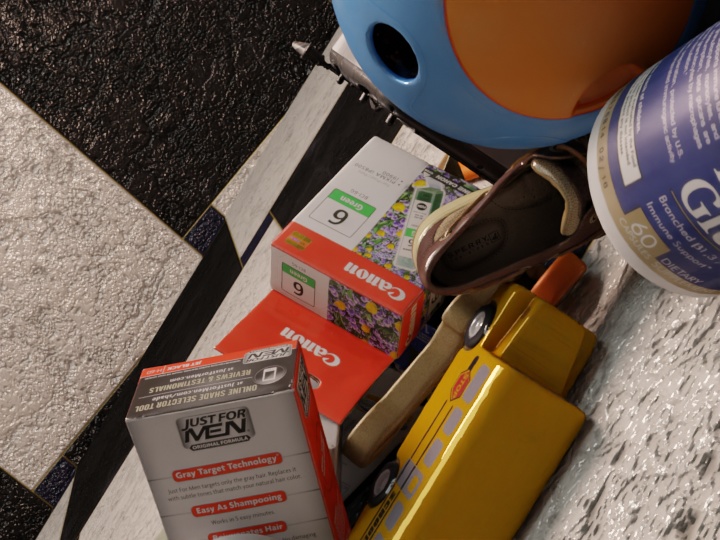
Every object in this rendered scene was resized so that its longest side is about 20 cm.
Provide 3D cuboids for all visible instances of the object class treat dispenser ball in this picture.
[{"bbox_3d":[0.082,-0.164,0.607,0.201,0.200,0.201,-54,14,19],"label":"treat dispenser ball"}]

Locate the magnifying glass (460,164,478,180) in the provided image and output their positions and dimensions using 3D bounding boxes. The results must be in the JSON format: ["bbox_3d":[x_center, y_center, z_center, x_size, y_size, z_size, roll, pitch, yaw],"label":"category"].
[{"bbox_3d":[0.122,-0.097,1.011,0.080,0.022,0.200,-61,15,-9],"label":"magnifying glass"}]

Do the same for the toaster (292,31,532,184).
[{"bbox_3d":[0.077,-0.140,0.840,0.119,0.199,0.181,-57,23,8],"label":"toaster"}]

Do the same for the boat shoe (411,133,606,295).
[{"bbox_3d":[0.118,-0.043,0.666,0.199,0.073,0.072,-27,6,8],"label":"boat shoe"}]

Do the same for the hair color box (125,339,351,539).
[{"bbox_3d":[-0.061,0.150,0.706,0.100,0.202,0.061,-10,25,6],"label":"hair color box"}]

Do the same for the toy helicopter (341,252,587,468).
[{"bbox_3d":[0.058,0.048,0.775,0.200,0.079,0.132,-49,-10,-6],"label":"toy helicopter"}]

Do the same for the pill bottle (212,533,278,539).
[{"bbox_3d":[-0.050,0.235,0.594,0.113,0.112,0.201,-53,30,20],"label":"pill bottle"}]

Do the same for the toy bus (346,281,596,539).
[{"bbox_3d":[0.062,0.109,0.661,0.201,0.065,0.078,-58,13,1],"label":"toy bus"}]

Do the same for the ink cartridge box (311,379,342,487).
[{"bbox_3d":[-0.048,0.174,0.815,0.116,0.067,0.202,-86,-1,-64],"label":"ink cartridge box"}]

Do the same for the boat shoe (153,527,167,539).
[{"bbox_3d":[-0.102,0.221,0.936,0.201,0.069,0.072,-35,-51,-61],"label":"boat shoe"}]

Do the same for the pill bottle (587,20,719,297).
[{"bbox_3d":[0.190,-0.065,0.476,0.112,0.111,0.200,-64,14,-25],"label":"pill bottle"}]

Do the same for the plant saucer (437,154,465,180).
[{"bbox_3d":[0.045,-0.003,0.984,0.202,0.035,0.200,-63,2,4],"label":"plant saucer"}]

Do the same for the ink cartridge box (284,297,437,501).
[{"bbox_3d":[-0.025,0.083,0.887,0.200,0.136,0.077,-50,18,33],"label":"ink cartridge box"}]

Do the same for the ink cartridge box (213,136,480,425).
[{"bbox_3d":[0.000,0.000,0.801,0.200,0.108,0.051,-48,-23,-36],"label":"ink cartridge box"}]

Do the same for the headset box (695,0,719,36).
[{"bbox_3d":[0.165,-0.223,0.787,0.093,0.173,0.200,-52,16,22],"label":"headset box"}]
